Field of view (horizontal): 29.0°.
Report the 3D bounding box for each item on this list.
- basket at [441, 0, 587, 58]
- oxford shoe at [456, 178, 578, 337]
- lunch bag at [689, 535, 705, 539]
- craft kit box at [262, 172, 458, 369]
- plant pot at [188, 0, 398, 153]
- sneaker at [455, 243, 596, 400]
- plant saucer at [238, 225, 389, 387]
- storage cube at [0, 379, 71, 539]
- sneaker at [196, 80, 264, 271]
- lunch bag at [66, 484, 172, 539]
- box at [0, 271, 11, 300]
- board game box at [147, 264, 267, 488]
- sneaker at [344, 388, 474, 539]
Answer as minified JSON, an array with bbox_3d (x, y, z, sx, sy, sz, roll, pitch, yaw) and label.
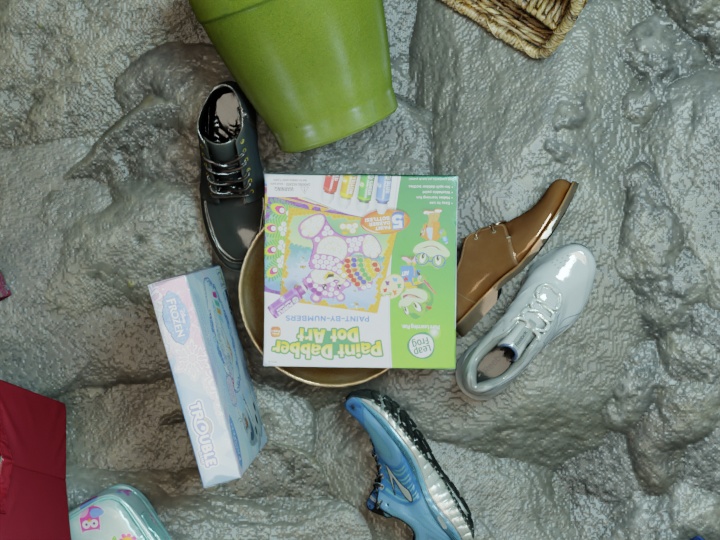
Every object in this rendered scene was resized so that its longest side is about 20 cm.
[{"bbox_3d":[0.147,-0.325,1.395,0.200,0.143,0.149,34,93,1],"label":"basket"},{"bbox_3d":[0.147,-0.027,1.448,0.071,0.071,0.200,42,95,4],"label":"oxford shoe"},{"bbox_3d":[0.378,0.379,1.423,0.132,0.136,0.200,-40,92,4],"label":"lunch bag"},{"bbox_3d":[0.000,0.000,1.421,0.199,0.049,0.198,0,96,2],"label":"craft kit box"},{"bbox_3d":[-0.054,-0.228,1.399,0.200,0.200,0.194,-20,104,3],"label":"plant pot"},{"bbox_3d":[0.177,0.058,1.441,0.074,0.087,0.200,37,93,2],"label":"sneaker"},{"bbox_3d":[-0.028,0.021,1.468,0.199,0.035,0.201,0,94,-3],"label":"plant saucer"},{"bbox_3d":[-0.410,0.211,1.395,0.199,0.180,0.172,-13,71,15],"label":"storage cube"},{"bbox_3d":[-0.139,-0.095,1.436,0.074,0.106,0.201,-5,96,3],"label":"sneaker"},{"bbox_3d":[-0.256,0.339,1.480,0.160,0.077,0.200,-32,91,3],"label":"lunch bag"},{"bbox_3d":[-0.463,-0.039,1.461,0.099,0.095,0.201,-26,91,3],"label":"box"},{"bbox_3d":[-0.150,0.099,1.402,0.043,0.199,0.201,-15,92,3],"label":"board game box"},{"bbox_3d":[0.036,0.217,1.461,0.090,0.078,0.200,-32,91,7],"label":"sneaker"}]
